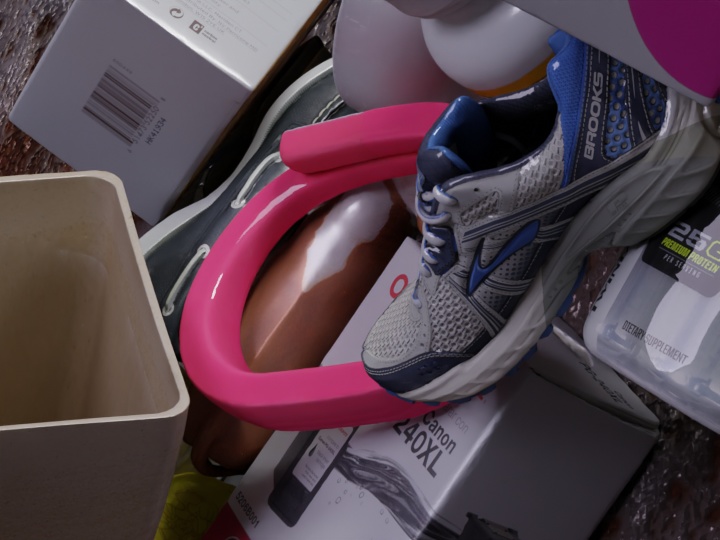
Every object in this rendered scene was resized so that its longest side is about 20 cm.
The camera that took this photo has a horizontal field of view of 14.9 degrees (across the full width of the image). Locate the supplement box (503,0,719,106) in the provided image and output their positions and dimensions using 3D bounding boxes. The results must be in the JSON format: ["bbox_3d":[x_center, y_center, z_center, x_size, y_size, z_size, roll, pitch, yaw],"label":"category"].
[{"bbox_3d":[0.112,-0.165,1.028,0.101,0.103,0.200,-57,11,30],"label":"supplement box"}]

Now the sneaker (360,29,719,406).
[{"bbox_3d":[0.051,-0.027,1.058,0.200,0.085,0.077,-47,26,35],"label":"sneaker"}]

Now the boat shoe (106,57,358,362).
[{"bbox_3d":[-0.035,-0.030,1.364,0.200,0.076,0.060,-48,39,-9],"label":"boat shoe"}]

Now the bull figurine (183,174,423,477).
[{"bbox_3d":[-0.014,0.017,1.308,0.065,0.121,0.200,40,86,15],"label":"bull figurine"}]

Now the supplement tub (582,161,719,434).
[{"bbox_3d":[0.182,-0.029,1.049,0.200,0.122,0.123,-62,31,3],"label":"supplement tub"}]

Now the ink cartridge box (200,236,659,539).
[{"bbox_3d":[0.022,0.104,1.223,0.200,0.083,0.145,-57,32,10],"label":"ink cartridge box"}]

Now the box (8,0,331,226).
[{"bbox_3d":[-0.074,-0.140,1.407,0.124,0.097,0.200,-51,4,47],"label":"box"}]

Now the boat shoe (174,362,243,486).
[{"bbox_3d":[-0.073,0.041,1.411,0.202,0.086,0.075,-56,33,8],"label":"boat shoe"}]

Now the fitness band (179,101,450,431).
[{"bbox_3d":[0.000,0.000,1.207,0.200,0.037,0.144,-9,60,42],"label":"fitness band"}]

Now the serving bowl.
[{"bbox_3d":[0.073,-0.144,1.277,0.066,0.200,0.200,34,98,20],"label":"serving bowl"}]

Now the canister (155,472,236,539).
[{"bbox_3d":[-0.135,0.201,1.388,0.200,0.087,0.149,-29,45,45],"label":"canister"}]

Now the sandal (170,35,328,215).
[{"bbox_3d":[-0.053,-0.055,1.476,0.082,0.055,0.200,-34,23,27],"label":"sandal"}]

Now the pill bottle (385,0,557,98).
[{"bbox_3d":[0.097,-0.111,1.162,0.113,0.200,0.113,-36,40,38],"label":"pill bottle"}]

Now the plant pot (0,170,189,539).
[{"bbox_3d":[-0.197,0.085,1.279,0.200,0.200,0.177,-112,22,-52],"label":"plant pot"}]
